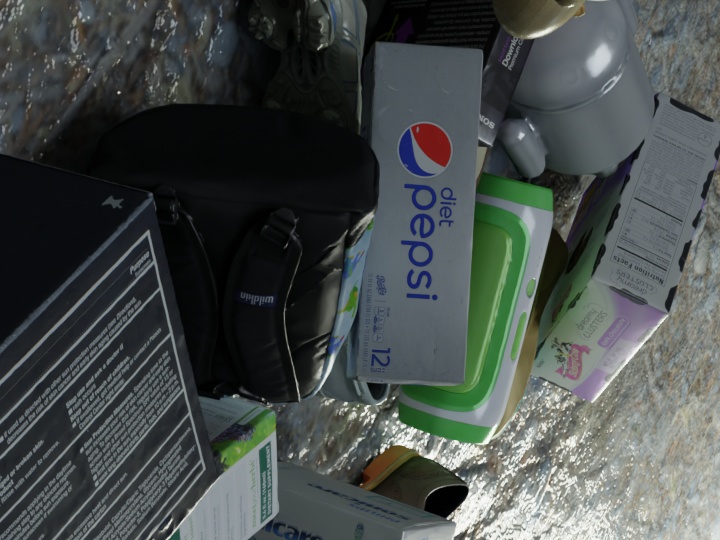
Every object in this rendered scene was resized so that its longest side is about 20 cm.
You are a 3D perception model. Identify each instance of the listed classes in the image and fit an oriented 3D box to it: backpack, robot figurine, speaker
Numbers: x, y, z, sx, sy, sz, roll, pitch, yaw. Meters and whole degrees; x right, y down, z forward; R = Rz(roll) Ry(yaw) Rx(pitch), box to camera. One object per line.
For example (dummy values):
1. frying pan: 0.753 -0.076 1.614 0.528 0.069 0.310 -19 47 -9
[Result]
1. backpack: -0.067 -0.005 1.085 0.154 0.162 0.201 -78 172 -50
2. robot figurine: 0.161 -0.151 1.454 0.170 0.112 0.200 -59 149 -17
3. speaker: 0.088 0.027 1.444 0.088 0.088 0.201 8 97 -61

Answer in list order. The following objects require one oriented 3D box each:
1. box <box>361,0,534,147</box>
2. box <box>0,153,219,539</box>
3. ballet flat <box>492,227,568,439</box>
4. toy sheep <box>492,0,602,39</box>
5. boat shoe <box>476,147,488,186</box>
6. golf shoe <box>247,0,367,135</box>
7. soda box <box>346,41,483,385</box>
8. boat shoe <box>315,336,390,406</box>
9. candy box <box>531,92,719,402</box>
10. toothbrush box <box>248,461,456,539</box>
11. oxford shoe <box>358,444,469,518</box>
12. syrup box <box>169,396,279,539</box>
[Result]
1. box: 0.069 -0.177 1.252 0.036 0.143 0.201 31 76 -33
2. box: -0.186 0.080 0.947 0.200 0.123 0.199 -49 144 -40
3. ballet flat: 0.112 0.041 1.527 0.063 0.068 0.201 53 48 -45
4. toy sheep: 0.125 -0.227 1.082 0.138 0.138 0.201 -19 137 -56
5. boat shoe: 0.032 -0.028 1.346 0.075 0.074 0.204 12 88 -48
6. golf shoe: -0.018 -0.129 1.190 0.097 0.078 0.201 -47 143 -45
7. soda box: 0.032 -0.032 1.129 0.063 0.068 0.202 150 -57 -82
8. boat shoe: 0.000 0.001 1.288 0.070 0.071 0.202 -34 132 -50
9. candy box: 0.218 -0.017 1.562 0.168 0.071 0.201 120 -5 -58
10. toothbrush box: -0.036 0.245 1.273 0.085 0.146 0.201 4 99 -61
11. oxford shoe: 0.010 0.204 1.409 0.200 0.073 0.072 -46 141 -41
12. syrup box: -0.135 0.150 1.116 0.200 0.081 0.079 -37 134 -50
